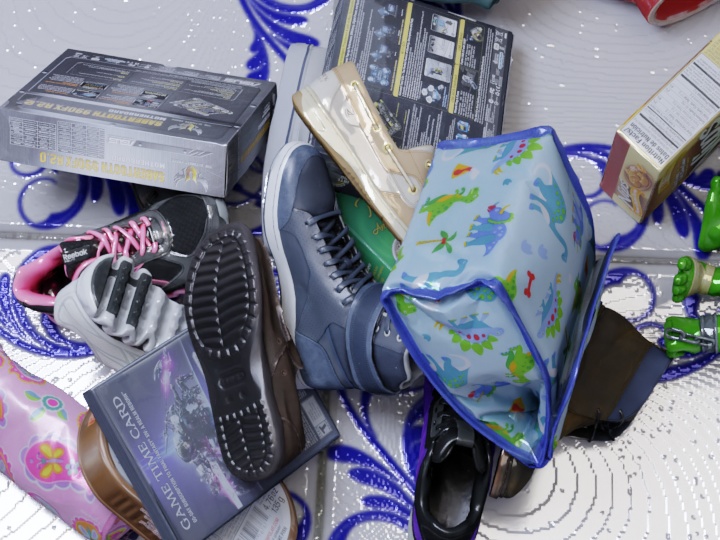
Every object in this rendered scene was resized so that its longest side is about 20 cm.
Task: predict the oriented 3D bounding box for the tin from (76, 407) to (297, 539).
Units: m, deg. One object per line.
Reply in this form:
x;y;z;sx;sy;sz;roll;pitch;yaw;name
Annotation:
-0.133;0.168;1.314;0.200;0.042;0.112;42;42;-13;tin

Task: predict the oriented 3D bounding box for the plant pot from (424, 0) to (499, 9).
0.092;-0.313;1.461;0.134;0.200;0.201;35;74;1;plant pot

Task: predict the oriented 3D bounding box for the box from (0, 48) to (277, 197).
-0.184;-0.127;1.408;0.198;0.049;0.159;9;27;8;box

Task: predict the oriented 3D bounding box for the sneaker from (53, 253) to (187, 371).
-0.163;0.064;1.359;0.200;0.081;0.076;41;46;-26;sneaker

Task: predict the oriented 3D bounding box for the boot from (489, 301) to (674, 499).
0.180;0.115;1.357;0.096;0.075;0.201;27;64;7;boot

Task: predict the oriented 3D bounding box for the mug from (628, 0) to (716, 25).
0.247;-0.323;1.512;0.133;0.177;0.201;-14;71;-43;mug

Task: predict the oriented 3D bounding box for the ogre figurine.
0.335;-0.008;1.398;0.119;0.099;0.200;14;42;20;ogre figurine

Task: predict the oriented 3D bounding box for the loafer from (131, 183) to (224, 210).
-0.144;-0.041;1.425;0.071;0.063;0.201;-25;72;-6;loafer

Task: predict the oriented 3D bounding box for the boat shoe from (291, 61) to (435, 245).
0.030;-0.077;1.314;0.069;0.074;0.201;-39;95;0;boat shoe

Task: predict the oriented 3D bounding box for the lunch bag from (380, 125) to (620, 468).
0.120;0.023;1.257;0.126;0.201;0.171;-4;44;31;lunch bag

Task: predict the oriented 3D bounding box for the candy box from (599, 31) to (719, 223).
0.295;-0.142;1.431;0.055;0.116;0.200;43;76;15;candy box

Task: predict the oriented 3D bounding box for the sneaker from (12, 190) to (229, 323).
-0.200;-0.011;1.364;0.199;0.095;0.080;-27;69;20;sneaker

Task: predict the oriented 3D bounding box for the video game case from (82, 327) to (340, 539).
-0.112;0.114;1.313;0.199;0.019;0.144;-33;95;-45;video game case

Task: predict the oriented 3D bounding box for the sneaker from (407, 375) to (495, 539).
0.082;0.133;1.341;0.069;0.100;0.202;7;71;1;sneaker

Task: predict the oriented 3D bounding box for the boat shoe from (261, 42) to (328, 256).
-0.044;-0.106;1.443;0.065;0.074;0.202;6;71;7;boat shoe

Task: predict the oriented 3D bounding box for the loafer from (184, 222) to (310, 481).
-0.086;0.064;1.308;0.072;0.071;0.203;-12;81;29;loafer

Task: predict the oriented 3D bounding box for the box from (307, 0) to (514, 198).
0.044;-0.143;1.425;0.159;0.049;0.202;17;54;-10;box

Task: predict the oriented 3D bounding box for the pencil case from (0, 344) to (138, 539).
-0.252;0.138;1.355;0.199;0.088;0.088;34;74;11;pencil case

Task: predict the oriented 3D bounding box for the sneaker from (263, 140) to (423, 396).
0.001;0.000;1.306;0.145;0.077;0.205;5;109;39;sneaker

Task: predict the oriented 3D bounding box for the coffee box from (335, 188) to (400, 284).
0.064;-0.002;1.385;0.200;0.044;0.123;43;46;19;coffee box
